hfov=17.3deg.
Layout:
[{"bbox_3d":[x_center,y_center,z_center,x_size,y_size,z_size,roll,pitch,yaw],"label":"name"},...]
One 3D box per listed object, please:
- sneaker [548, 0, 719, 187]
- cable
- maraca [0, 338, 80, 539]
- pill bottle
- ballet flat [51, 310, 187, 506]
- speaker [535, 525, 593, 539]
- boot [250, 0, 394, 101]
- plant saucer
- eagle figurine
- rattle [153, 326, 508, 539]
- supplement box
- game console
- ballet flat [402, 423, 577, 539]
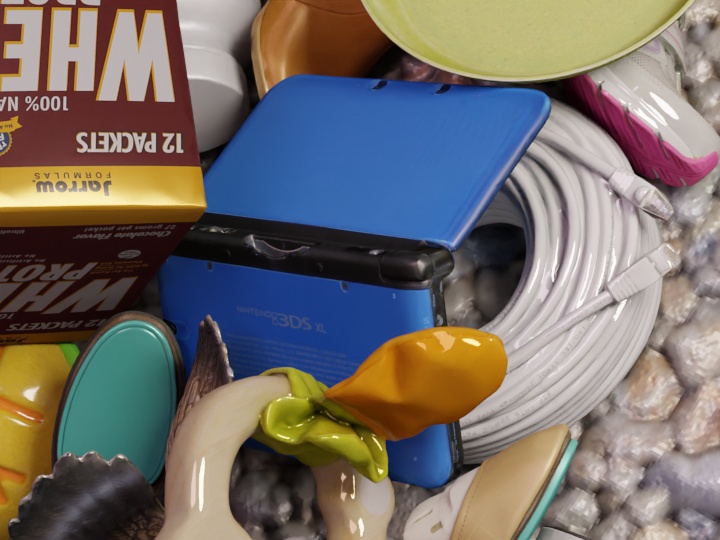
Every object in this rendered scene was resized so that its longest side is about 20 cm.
[{"bbox_3d":[0.136,-0.133,1.239,0.088,0.081,0.200,-32,65,-3],"label":"sneaker"},{"bbox_3d":[0.058,0.000,1.229,0.200,0.069,0.200,-44,54,6],"label":"cable"},{"bbox_3d":[-0.228,0.100,1.319,0.200,0.107,0.137,-35,71,22],"label":"maraca"},{"bbox_3d":[-0.117,-0.171,1.379,0.112,0.112,0.200,-21,59,19],"label":"pill bottle"},{"bbox_3d":[-0.131,0.116,1.248,0.068,0.068,0.200,9,97,0],"label":"ballet flat"},{"bbox_3d":[0.079,0.226,1.103,0.081,0.081,0.200,19,78,34],"label":"speaker"},{"bbox_3d":[0.013,-0.145,1.325,0.144,0.071,0.202,-11,73,11],"label":"boot"},{"bbox_3d":[0.094,-0.173,1.216,0.200,0.031,0.200,-7,59,12],"label":"plant saucer"},{"bbox_3d":[-0.081,0.143,1.163,0.151,0.200,0.152,-34,14,0],"label":"eagle figurine"},{"bbox_3d":[-0.023,0.125,1.040,0.143,0.130,0.200,-2,30,33],"label":"rattle"},{"bbox_3d":[-0.181,-0.086,1.212,0.197,0.133,0.200,134,130,-60],"label":"supplement box"},{"bbox_3d":[0.000,0.000,1.198,0.200,0.118,0.171,9,113,45],"label":"game console"},{"bbox_3d":[0.037,0.149,1.122,0.063,0.069,0.200,26,113,7],"label":"ballet flat"}]
